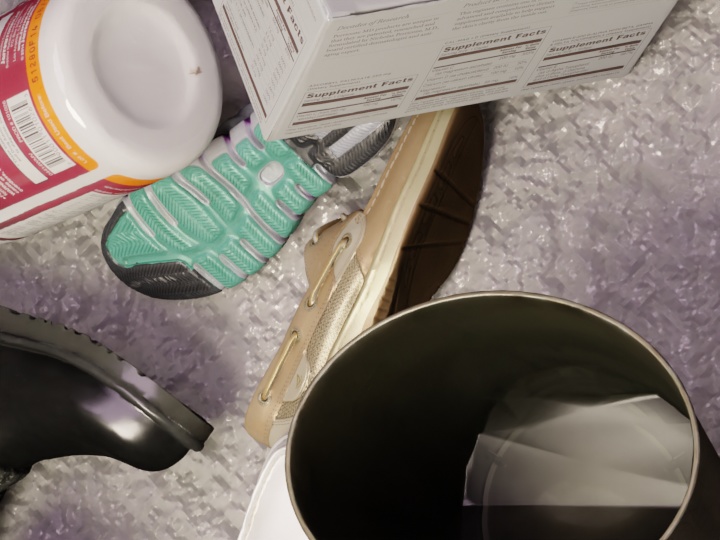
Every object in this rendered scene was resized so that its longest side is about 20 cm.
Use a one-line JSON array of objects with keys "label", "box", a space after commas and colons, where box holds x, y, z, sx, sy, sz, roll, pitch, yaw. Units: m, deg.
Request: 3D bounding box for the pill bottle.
[{"label": "pill bottle", "box": [-0.171, -0.076, 1.308, 0.200, 0.109, 0.110, -19, 68, 44]}]

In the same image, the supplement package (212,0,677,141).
[{"label": "supplement package", "box": [0.033, -0.169, 1.218, 0.200, 0.111, 0.156, -12, 67, -24]}]

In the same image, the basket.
[{"label": "basket", "box": [0.087, 0.098, 1.132, 0.180, 0.200, 0.136, -2, 75, 22]}]

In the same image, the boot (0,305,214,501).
[{"label": "boot", "box": [-0.185, 0.105, 1.313, 0.211, 0.079, 0.158, 18, 77, 37]}]

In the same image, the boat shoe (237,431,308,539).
[{"label": "boat shoe", "box": [-0.041, 0.176, 1.219, 0.071, 0.069, 0.200, 9, 94, 27]}]

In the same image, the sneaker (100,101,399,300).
[{"label": "sneaker", "box": [-0.047, -0.056, 1.318, 0.200, 0.088, 0.074, -32, 105, 31]}]

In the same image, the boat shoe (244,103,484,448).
[{"label": "boat shoe", "box": [0.000, 0.000, 1.267, 0.064, 0.071, 0.200, 23, 88, 26]}]
